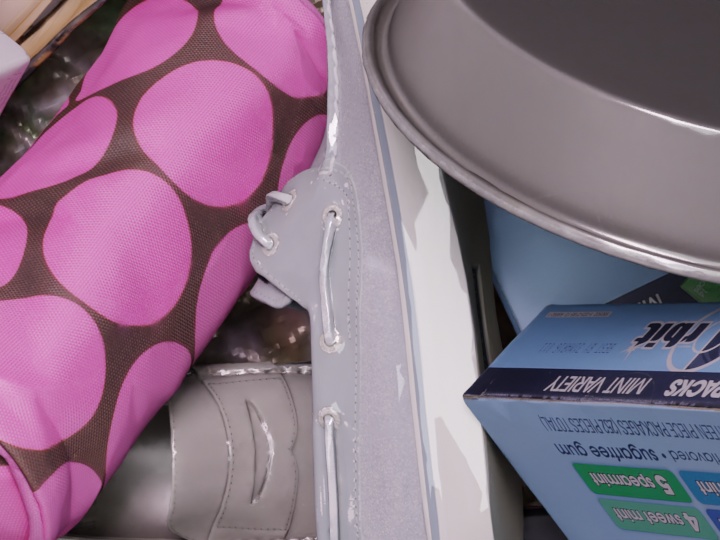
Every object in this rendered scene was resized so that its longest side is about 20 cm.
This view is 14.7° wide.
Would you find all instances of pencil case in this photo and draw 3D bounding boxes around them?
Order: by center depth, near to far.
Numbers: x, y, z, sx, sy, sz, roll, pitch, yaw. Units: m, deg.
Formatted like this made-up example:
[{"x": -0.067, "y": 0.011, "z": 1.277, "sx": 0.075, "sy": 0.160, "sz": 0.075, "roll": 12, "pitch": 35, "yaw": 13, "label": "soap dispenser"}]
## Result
[{"x": -0.085, "y": -0.007, "z": 0.852, "sx": 0.093, "sy": 0.091, "sz": 0.200, "roll": -2, "pitch": 39, "yaw": 42, "label": "pencil case"}]

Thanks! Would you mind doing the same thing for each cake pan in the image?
[{"x": 0.101, "y": -0.062, "z": 0.761, "sx": 0.199, "sy": 0.201, "sz": 0.037, "roll": 15, "pitch": 122, "yaw": 8, "label": "cake pan"}]

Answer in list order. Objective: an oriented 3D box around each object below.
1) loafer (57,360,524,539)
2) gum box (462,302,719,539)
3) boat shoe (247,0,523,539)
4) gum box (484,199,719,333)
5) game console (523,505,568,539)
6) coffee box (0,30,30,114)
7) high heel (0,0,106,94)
[{"x": -0.046, "y": 0.064, "z": 0.881, "sx": 0.199, "sy": 0.070, "sz": 0.070, "roll": -7, "pitch": 82, "yaw": 5, "label": "loafer"}, {"x": 0.138, "y": 0.096, "z": 0.747, "sx": 0.045, "sy": 0.170, "sz": 0.200, "roll": -44, "pitch": 109, "yaw": -23, "label": "gum box"}, {"x": 0.000, "y": 0.001, "z": 0.823, "sx": 0.071, "sy": 0.070, "sz": 0.202, "roll": -9, "pitch": 83, "yaw": 12, "label": "boat shoe"}, {"x": 0.099, "y": -0.073, "z": 0.883, "sx": 0.169, "sy": 0.045, "sz": 0.201, "roll": -25, "pitch": 78, "yaw": 3, "label": "gum box"}, {"x": 0.071, "y": 0.171, "z": 0.857, "sx": 0.176, "sy": 0.031, "sz": 0.201, "roll": -3, "pitch": 92, "yaw": 2, "label": "game console"}, {"x": -0.257, "y": -0.025, "z": 0.815, "sx": 0.199, "sy": 0.198, "sz": 0.200, "roll": 38, "pitch": 117, "yaw": 10, "label": "coffee box"}, {"x": -0.097, "y": -0.079, "z": 0.860, "sx": 0.071, "sy": 0.200, "sz": 0.143, "roll": 25, "pitch": 78, "yaw": -33, "label": "high heel"}]
